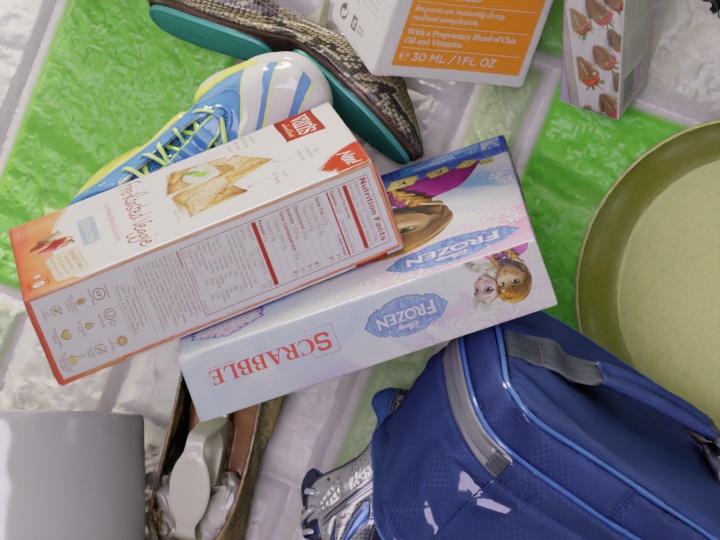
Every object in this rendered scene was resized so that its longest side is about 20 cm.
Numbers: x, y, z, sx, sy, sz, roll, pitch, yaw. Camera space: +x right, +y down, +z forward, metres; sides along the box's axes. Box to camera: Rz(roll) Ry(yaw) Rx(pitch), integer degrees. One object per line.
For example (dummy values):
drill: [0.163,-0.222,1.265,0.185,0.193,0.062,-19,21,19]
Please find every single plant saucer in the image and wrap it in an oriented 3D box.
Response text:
plant saucer: [0.222,0.013,1.522,0.200,0.031,0.200,-1,88,18]

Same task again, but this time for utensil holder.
utensil holder: [-0.207,0.182,1.572,0.170,0.170,0.200,-1,86,17]

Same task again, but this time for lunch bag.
lunch bag: [0.119,0.114,1.448,0.200,0.136,0.132,31,116,-20]

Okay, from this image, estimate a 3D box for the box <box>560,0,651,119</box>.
box: [0.138,-0.172,1.484,0.039,0.200,0.041,21,51,21]

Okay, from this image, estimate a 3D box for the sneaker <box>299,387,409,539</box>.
sneaker: [-0.002,0.158,1.567,0.085,0.077,0.200,29,86,20]

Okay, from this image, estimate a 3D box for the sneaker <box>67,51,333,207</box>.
sneaker: [-0.103,-0.049,1.562,0.200,0.105,0.076,-36,99,32]

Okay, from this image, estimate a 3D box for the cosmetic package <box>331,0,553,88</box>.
cosmetic package: [0.066,-0.206,1.498,0.071,0.101,0.200,57,137,49]

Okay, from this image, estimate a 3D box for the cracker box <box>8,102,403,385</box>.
cracker box: [-0.088,-0.018,1.472,0.200,0.134,0.058,-22,110,-4]

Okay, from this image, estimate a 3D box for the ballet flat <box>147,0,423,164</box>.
ballet flat: [-0.032,-0.140,1.594,0.200,0.068,0.075,30,75,17]

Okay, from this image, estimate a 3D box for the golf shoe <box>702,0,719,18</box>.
golf shoe: [0.262,-0.155,1.506,0.094,0.078,0.200,-39,74,-12]

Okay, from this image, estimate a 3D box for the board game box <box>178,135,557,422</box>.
board game box: [0.000,0.000,1.487,0.200,0.200,0.041,-19,109,4]

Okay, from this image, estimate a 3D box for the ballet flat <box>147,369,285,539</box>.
ballet flat: [-0.084,0.084,1.593,0.071,0.071,0.200,12,90,17]
